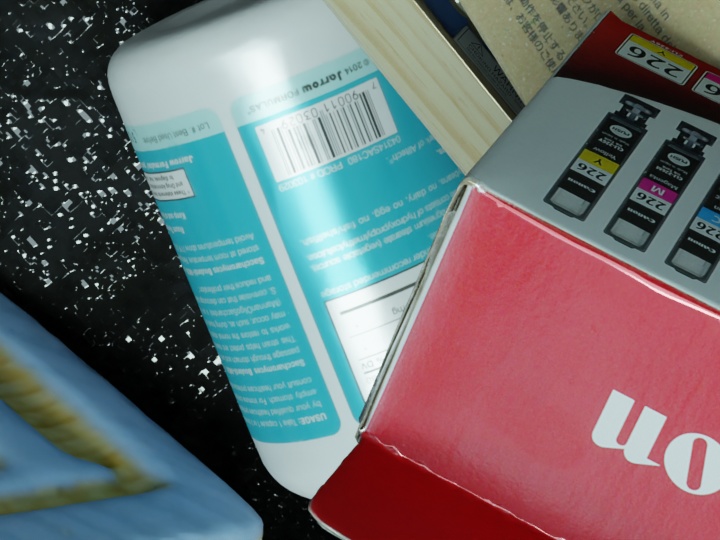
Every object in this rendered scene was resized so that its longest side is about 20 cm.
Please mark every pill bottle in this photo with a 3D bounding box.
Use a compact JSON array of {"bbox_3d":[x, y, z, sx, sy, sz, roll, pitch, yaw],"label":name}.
[{"bbox_3d":[0.000,0.000,0.996,0.111,0.111,0.200,-17,101,18],"label":"pill bottle"}]

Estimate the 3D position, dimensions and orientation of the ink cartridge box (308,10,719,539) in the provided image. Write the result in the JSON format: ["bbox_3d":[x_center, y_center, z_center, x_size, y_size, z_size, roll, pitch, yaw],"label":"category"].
[{"bbox_3d":[0.111,0.039,0.737,0.200,0.176,0.084,27,120,7],"label":"ink cartridge box"}]

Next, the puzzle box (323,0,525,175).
[{"bbox_3d":[0.005,-0.125,0.946,0.025,0.133,0.200,-37,95,26],"label":"puzzle box"}]

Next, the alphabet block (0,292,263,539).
[{"bbox_3d":[-0.185,0.125,1.005,0.195,0.196,0.200,37,114,34],"label":"alphabet block"}]

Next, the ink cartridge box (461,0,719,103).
[{"bbox_3d":[0.085,-0.149,0.858,0.165,0.075,0.200,-42,68,30],"label":"ink cartridge box"}]
